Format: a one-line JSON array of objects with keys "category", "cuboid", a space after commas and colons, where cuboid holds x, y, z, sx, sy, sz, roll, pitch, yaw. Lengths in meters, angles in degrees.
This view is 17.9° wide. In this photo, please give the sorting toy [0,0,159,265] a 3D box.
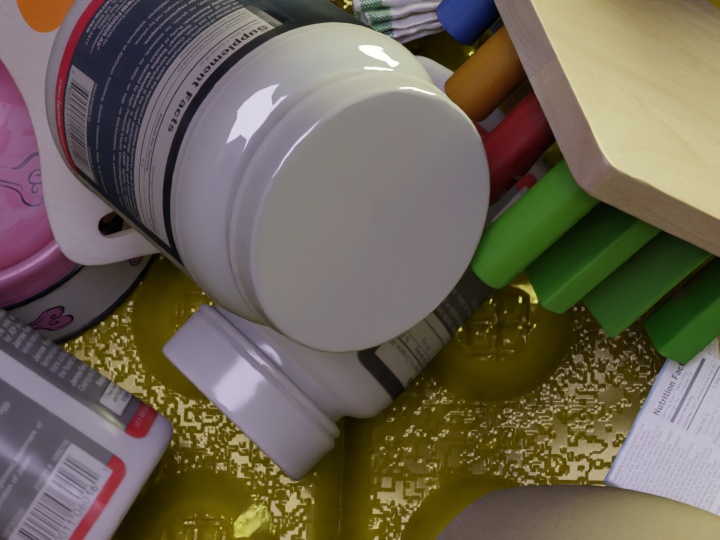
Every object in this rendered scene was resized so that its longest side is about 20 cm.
[{"category": "sorting toy", "cuboid": [-0.096, -0.092, 1.186, 0.107, 0.199, 0.181, 12, 99, 50]}]

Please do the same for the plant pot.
[{"category": "plant pot", "cuboid": [0.092, 0.179, 1.071, 0.134, 0.200, 0.201, 34, 82, 26]}]

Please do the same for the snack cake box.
[{"category": "snack cake box", "cuboid": [0.217, 0.050, 1.146, 0.114, 0.067, 0.201, 26, 80, 17]}]

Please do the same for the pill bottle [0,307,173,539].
[{"category": "pill bottle", "cuboid": [-0.205, 0.071, 1.157, 0.199, 0.114, 0.114, 34, 82, -4]}]

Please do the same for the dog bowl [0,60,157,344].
[{"category": "dog bowl", "cuboid": [-0.203, -0.059, 1.245, 0.199, 0.074, 0.202, -3, 75, 9]}]

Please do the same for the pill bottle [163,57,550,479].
[{"category": "pill bottle", "cuboid": [0.000, 0.000, 1.165, 0.114, 0.114, 0.200, 42, 85, 17]}]

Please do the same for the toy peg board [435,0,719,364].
[{"category": "toy peg board", "cuboid": [0.114, -0.061, 1.090, 0.098, 0.199, 0.200, -42, 47, 26]}]

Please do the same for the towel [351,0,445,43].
[{"category": "towel", "cuboid": [0.084, -0.189, 1.214, 0.199, 0.031, 0.150, -17, 36, 4]}]

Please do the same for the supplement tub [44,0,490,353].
[{"category": "supplement tub", "cuboid": [-0.046, -0.060, 1.047, 0.140, 0.140, 0.200, -47, 42, -5]}]
